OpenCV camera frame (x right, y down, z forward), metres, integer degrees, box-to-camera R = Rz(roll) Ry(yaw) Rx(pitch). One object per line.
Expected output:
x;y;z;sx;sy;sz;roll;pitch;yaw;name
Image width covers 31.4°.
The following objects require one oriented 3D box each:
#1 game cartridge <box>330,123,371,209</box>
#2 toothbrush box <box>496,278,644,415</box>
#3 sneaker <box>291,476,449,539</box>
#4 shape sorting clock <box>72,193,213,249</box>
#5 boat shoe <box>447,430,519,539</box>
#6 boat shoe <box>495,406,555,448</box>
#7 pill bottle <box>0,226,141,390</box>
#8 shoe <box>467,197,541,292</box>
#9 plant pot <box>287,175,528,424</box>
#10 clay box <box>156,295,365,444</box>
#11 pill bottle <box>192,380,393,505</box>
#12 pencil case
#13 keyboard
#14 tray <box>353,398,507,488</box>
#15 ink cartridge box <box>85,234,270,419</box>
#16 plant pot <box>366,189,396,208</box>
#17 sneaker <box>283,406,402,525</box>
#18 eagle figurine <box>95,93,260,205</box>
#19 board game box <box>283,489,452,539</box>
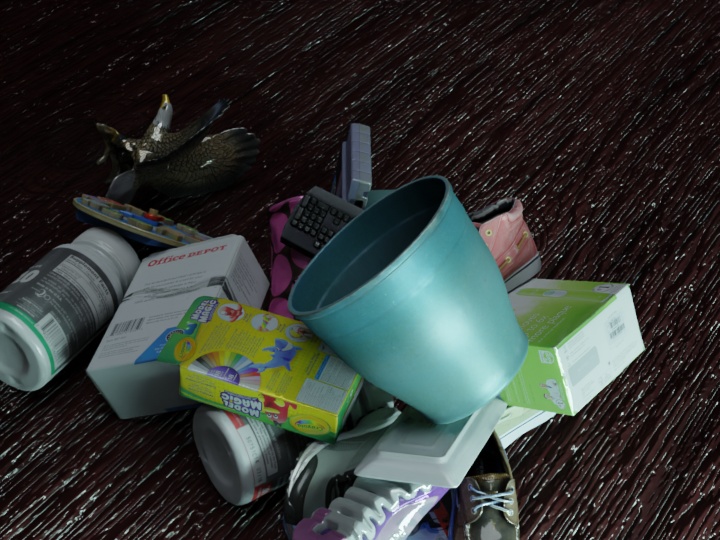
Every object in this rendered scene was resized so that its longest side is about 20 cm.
-0.022;-0.068;1.598;0.038;0.201;0.130;6;39;-11;game cartridge
0.186;0.078;1.414;0.199;0.087;0.145;2;28;48;toothbrush box
0.023;0.247;1.253;0.200;0.089;0.080;-32;26;-33;sneaker
-0.266;-0.058;1.619;0.199;0.040;0.200;16;3;-1;shape sorting clock
0.123;0.235;1.288;0.072;0.073;0.201;0;38;-8;boat shoe
0.181;0.145;1.467;0.072;0.062;0.200;29;46;27;boat shoe
-0.352;0.040;1.508;0.112;0.114;0.200;21;42;20;pill bottle
0.123;-0.006;1.429;0.071;0.092;0.200;2;27;48;shoe
0.061;0.043;1.273;0.200;0.188;0.200;-35;18;13;plant pot
-0.099;0.099;1.329;0.199;0.048;0.115;16;41;12;clay box
-0.069;0.162;1.384;0.199;0.114;0.114;-22;46;-28;pill bottle
-0.072;0.017;1.506;0.090;0.202;0.093;9;-14;-37;pencil case
0.000;0.000;1.455;0.199;0.021;0.128;27;85;-1;keyboard
0.075;0.162;1.302;0.107;0.022;0.200;3;19;21;tray
-0.204;0.063;1.472;0.144;0.084;0.201;-12;36;24;ink cartridge box
0.060;-0.015;1.594;0.140;0.142;0.200;-2;34;-7;plant pot
-0.001;0.204;1.316;0.079;0.074;0.200;26;37;35;sneaker
-0.254;-0.165;1.733;0.198;0.152;0.152;6;28;14;eagle figurine
0.037;0.284;1.306;0.199;0.037;0.152;-11;42;-17;board game box
